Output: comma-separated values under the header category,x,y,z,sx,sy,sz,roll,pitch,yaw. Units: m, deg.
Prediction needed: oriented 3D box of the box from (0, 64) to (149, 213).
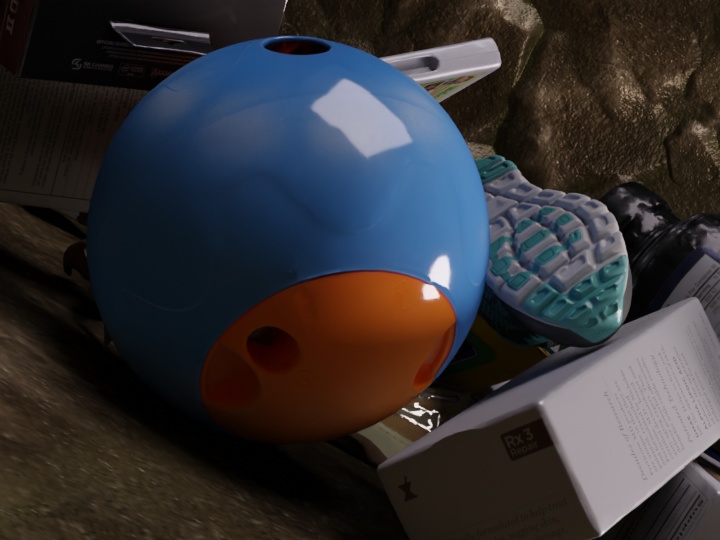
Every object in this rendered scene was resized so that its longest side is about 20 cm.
category,x,y,z,sx,sy,sz,roll,pitch,yaw
box,-0.193,-0.091,1.150,0.199,0.095,0.078,8,20,-31

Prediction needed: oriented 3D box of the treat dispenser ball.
category,x,y,z,sx,sy,sz,roll,pitch,yaw
treat dispenser ball,-0.035,-0.014,1.034,0.200,0.202,0.201,31,4,-2

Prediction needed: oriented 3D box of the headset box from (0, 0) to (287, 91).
category,x,y,z,sx,sy,sz,roll,pitch,yaw
headset box,-0.144,-0.156,1.114,0.148,0.078,0.200,2,24,-38

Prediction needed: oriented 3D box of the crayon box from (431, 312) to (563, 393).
category,x,y,z,sx,sy,sz,roll,pitch,yaw
crayon box,0.000,0.000,1.260,0.172,0.058,0.200,-20,-53,42

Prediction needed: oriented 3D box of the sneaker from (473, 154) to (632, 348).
category,x,y,z,sx,sy,sz,roll,pitch,yaw
sneaker,0.097,0.006,1.113,0.092,0.077,0.200,64,-7,-25

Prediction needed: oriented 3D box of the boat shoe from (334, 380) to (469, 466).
category,x,y,z,sx,sy,sz,roll,pitch,yaw
boat shoe,-0.017,0.055,1.223,0.200,0.076,0.072,28,4,-38

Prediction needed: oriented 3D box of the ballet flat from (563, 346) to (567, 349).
category,x,y,z,sx,sy,sz,roll,pitch,yaw
ballet flat,0.126,0.049,1.357,0.200,0.069,0.063,50,-24,-22

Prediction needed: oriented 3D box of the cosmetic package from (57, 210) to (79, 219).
category,x,y,z,sx,sy,sz,roll,pitch,yaw
cosmetic package,-0.220,-0.111,1.509,0.074,0.102,0.200,29,6,-36

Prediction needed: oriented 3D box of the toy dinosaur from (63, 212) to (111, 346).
category,x,y,z,sx,sy,sz,roll,pitch,yaw
toy dinosaur,-0.127,0.001,1.196,0.106,0.061,0.200,34,5,20

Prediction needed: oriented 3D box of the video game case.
category,x,y,z,sx,sy,sz,roll,pitch,yaw
video game case,-0.039,-0.091,1.280,0.181,0.022,0.200,-14,-6,-32

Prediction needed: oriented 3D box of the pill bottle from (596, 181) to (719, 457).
category,x,y,z,sx,sy,sz,roll,pitch,yaw
pill bottle,0.205,0.039,1.149,0.200,0.112,0.112,38,7,27

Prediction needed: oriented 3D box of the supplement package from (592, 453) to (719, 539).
category,x,y,z,sx,sy,sz,roll,pitch,yaw
supplement package,0.186,0.168,1.097,0.113,0.110,0.200,31,4,-5

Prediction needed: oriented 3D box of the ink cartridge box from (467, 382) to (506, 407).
category,x,y,z,sx,sy,sz,roll,pitch,yaw
ink cartridge box,0.012,0.024,1.356,0.094,0.037,0.200,-11,-46,32

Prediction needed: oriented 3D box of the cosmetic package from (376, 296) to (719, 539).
category,x,y,z,sx,sy,sz,roll,pitch,yaw
cosmetic package,0.105,0.083,1.028,0.200,0.101,0.074,-27,91,-55

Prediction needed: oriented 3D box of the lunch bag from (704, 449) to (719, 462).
category,x,y,z,sx,sy,sz,roll,pitch,yaw
lunch bag,0.207,0.122,1.285,0.131,0.201,0.136,3,8,2
